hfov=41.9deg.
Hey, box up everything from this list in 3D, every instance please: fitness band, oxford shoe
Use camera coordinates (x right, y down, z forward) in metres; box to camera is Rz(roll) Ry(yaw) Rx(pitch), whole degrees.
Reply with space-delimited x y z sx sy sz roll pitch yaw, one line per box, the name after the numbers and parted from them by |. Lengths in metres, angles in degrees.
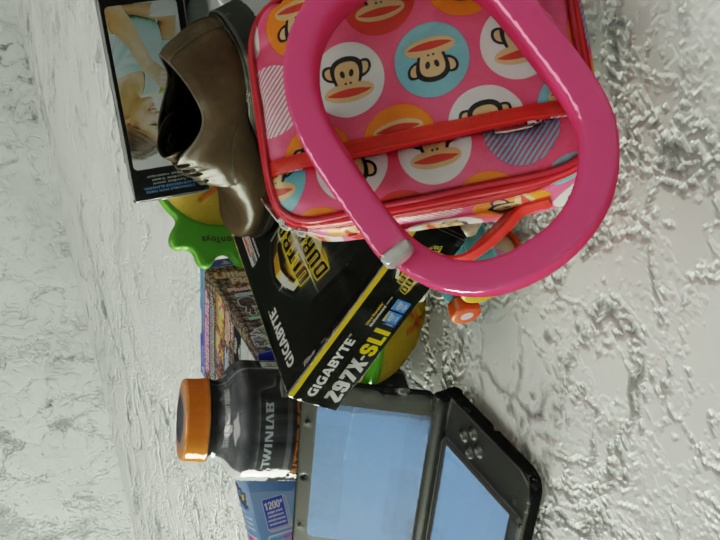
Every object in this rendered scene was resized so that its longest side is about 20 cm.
0.043 -0.082 0.490 0.200 0.143 0.037 57 -172 15 | fitness band
-0.105 -0.090 0.663 0.073 0.084 0.200 44 155 33 | oxford shoe

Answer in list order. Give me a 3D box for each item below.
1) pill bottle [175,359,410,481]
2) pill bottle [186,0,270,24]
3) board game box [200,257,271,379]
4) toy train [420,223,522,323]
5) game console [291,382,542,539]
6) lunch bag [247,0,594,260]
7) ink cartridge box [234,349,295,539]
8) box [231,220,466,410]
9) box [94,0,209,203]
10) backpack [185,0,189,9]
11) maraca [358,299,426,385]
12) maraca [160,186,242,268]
-0.061 0.133 0.835 0.106 0.199 0.107 -177 90 -73 | pill bottle
-0.078 -0.173 0.740 0.200 0.119 0.120 115 140 -68 | pill bottle
-0.108 0.098 1.069 0.200 0.097 0.160 -132 39 -50 | board game box
0.072 -0.067 0.672 0.150 0.055 0.201 -139 43 -67 | toy train
0.037 0.201 0.755 0.176 0.116 0.201 45 139 47 | game console
0.038 -0.090 0.555 0.082 0.199 0.177 32 -131 -72 | lunch bag
-0.061 0.174 0.926 0.076 0.136 0.201 160 96 -70 | ink cartridge box
-0.019 -0.024 0.692 0.160 0.049 0.200 -52 36 21 | box
-0.162 -0.167 0.707 0.117 0.060 0.201 -121 24 -55 | box
-0.145 -0.198 0.941 0.191 0.199 0.155 126 155 -78 | backpack
0.000 0.000 0.786 0.137 0.107 0.201 177 91 -76 | maraca
-0.170 -0.094 1.065 0.107 0.137 0.201 131 131 -56 | maraca
